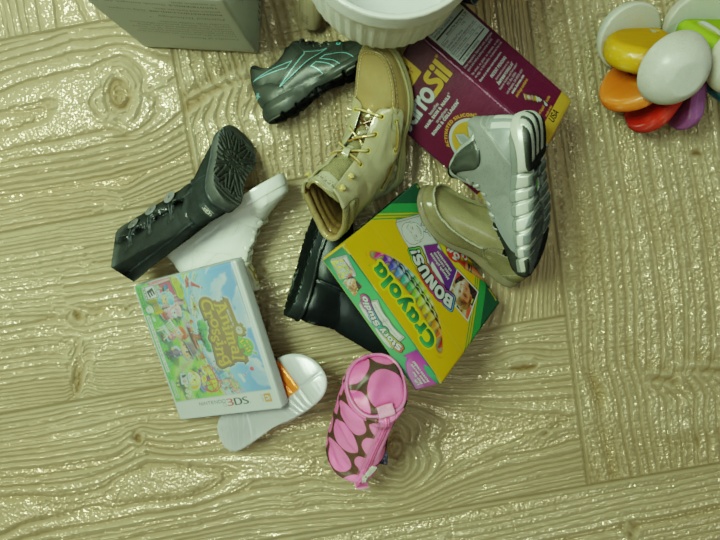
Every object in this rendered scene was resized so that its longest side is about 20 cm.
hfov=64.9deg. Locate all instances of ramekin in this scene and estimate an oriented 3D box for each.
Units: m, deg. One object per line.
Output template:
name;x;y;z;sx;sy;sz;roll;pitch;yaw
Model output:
ramekin;0.027;-0.327;0.570;0.195;0.105;0.206;0;87;-4

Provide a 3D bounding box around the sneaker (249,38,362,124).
sneaker;-0.055;-0.272;0.741;0.197;0.075;0.081;-28;92;2

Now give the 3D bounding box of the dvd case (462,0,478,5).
dvd case;0.128;-0.396;0.681;0.150;0.200;0.025;-46;130;4

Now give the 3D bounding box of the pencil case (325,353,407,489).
pencil case;0.007;0.198;0.729;0.088;0.095;0.202;0;138;-10

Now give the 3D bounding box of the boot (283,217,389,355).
boot;0.000;0.000;0.769;0.165;0.076;0.205;22;72;-20

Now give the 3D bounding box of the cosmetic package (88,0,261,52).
cosmetic package;-0.214;-0.375;0.668;0.162;0.200;0.172;3;96;0

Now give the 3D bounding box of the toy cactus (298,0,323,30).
toy cactus;-0.051;-0.374;0.692;0.196;0.166;0.103;23;52;3

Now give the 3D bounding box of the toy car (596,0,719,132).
toy car;0.400;-0.249;0.716;0.195;0.177;0.152;-8;130;0

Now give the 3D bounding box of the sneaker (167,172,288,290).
sneaker;-0.155;-0.034;0.769;0.198;0.074;0.117;-35;96;13

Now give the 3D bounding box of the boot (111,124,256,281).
boot;-0.236;-0.091;0.753;0.198;0.167;0.066;-32;121;25

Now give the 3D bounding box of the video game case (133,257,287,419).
video game case;-0.203;0.098;0.759;0.178;0.022;0.205;-12;100;24

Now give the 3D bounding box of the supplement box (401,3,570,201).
supplement box;0.136;-0.209;0.705;0.199;0.131;0.104;39;57;-2

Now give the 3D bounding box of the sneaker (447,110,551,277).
sneaker;0.160;-0.092;0.674;0.114;0.075;0.204;14;128;36

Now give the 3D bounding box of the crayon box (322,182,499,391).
crayon box;0.071;0.016;0.724;0.202;0.172;0.058;53;138;-6

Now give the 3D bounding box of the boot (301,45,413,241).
boot;-0.006;-0.150;0.669;0.072;0.155;0.203;25;139;25

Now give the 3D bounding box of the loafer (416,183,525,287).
loafer;0.159;-0.055;0.741;0.198;0.067;0.077;32;50;-22

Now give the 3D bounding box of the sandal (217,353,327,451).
sandal;-0.121;0.180;0.796;0.205;0.059;0.080;-37;77;24
